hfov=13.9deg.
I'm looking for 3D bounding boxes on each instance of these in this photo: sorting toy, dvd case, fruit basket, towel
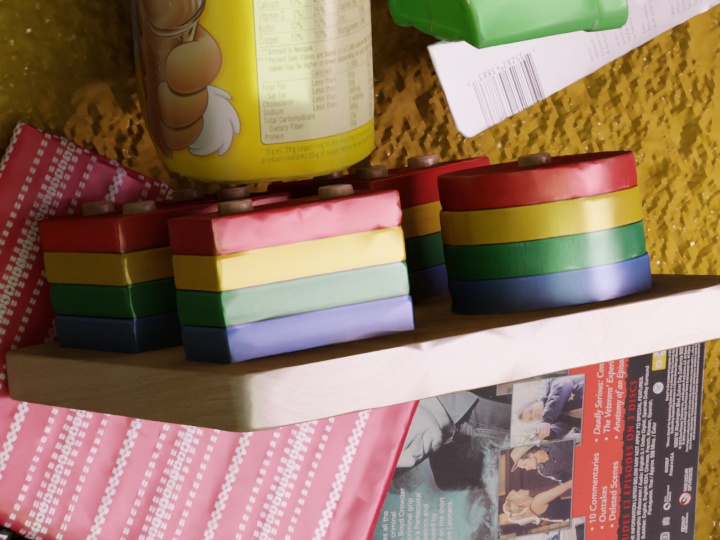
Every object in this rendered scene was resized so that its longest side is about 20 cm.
[{"bbox_3d":[0.000,0.000,1.030,0.199,0.200,0.070,-10,95,-28],"label":"sorting toy"},{"bbox_3d":[0.051,0.087,1.226,0.200,0.022,0.146,-8,110,-24],"label":"dvd case"},{"bbox_3d":[0.088,-0.173,1.134,0.200,0.094,0.185,-32,119,-31],"label":"fruit basket"},{"bbox_3d":[-0.070,0.048,1.118,0.200,0.022,0.145,26,74,-23],"label":"towel"}]

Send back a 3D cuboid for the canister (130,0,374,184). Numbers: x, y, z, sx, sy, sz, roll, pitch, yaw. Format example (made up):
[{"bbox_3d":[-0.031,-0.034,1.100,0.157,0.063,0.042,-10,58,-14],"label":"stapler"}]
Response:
[{"bbox_3d":[-0.043,-0.145,1.031,0.087,0.149,0.200,-6,112,-9],"label":"canister"}]

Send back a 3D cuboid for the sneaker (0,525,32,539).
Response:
[{"bbox_3d":[-0.153,0.134,1.120,0.200,0.079,0.096,31,96,-21],"label":"sneaker"}]
